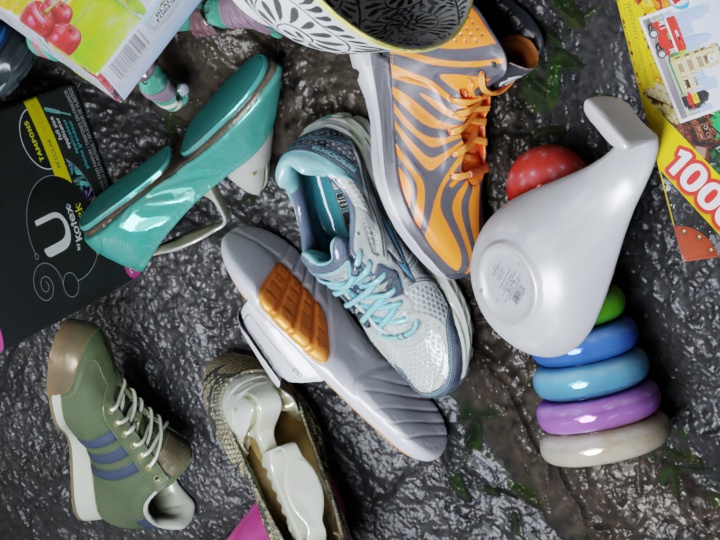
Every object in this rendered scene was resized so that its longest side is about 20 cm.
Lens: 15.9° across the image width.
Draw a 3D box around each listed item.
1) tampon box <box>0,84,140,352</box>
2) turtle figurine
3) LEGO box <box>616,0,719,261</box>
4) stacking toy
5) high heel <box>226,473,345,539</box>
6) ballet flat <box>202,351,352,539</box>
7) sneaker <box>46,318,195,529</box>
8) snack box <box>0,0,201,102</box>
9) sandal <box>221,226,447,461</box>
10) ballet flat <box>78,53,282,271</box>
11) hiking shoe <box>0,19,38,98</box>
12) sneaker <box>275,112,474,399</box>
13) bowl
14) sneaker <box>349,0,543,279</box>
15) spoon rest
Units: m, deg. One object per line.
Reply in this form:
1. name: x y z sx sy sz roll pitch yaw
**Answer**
1. tampon box: -0.273 -0.023 1.763 0.126 0.200 0.150 -14 101 32
2. turtle figurine: -0.150 -0.174 1.709 0.200 0.101 0.150 -16 99 26
3. LEGO box: 0.244 -0.119 1.516 0.149 0.077 0.201 -10 102 32
4. stacking toy: 0.138 0.019 1.629 0.085 0.085 0.201 -8 98 31
5. high heel: -0.092 0.192 1.829 0.200 0.067 0.096 -17 87 27
6. ballet flat: -0.051 0.126 1.735 0.075 0.068 0.200 91 157 -63
7. sneaker: -0.159 0.113 1.805 0.090 0.067 0.200 13 139 14
8. snack box: -0.149 -0.227 1.639 0.142 0.053 0.200 36 84 22
9. sandal: -0.031 0.061 1.731 0.207 0.079 0.059 48 120 4
10. ballet flat: -0.103 -0.067 1.740 0.070 0.067 0.200 39 119 -21
11. hiking shoe: -0.310 -0.162 1.775 0.200 0.075 0.087 11 152 37
12. sneaker: 0.000 0.000 1.688 0.078 0.086 0.200 -26 93 34
13. bowl: -0.030 -0.204 1.558 0.094 0.201 0.201 -28 92 38
14. sneaker: 0.065 -0.096 1.624 0.112 0.078 0.201 -12 101 32
15. spoon rest: 0.127 -0.027 1.557 0.099 0.061 0.200 52 138 22
